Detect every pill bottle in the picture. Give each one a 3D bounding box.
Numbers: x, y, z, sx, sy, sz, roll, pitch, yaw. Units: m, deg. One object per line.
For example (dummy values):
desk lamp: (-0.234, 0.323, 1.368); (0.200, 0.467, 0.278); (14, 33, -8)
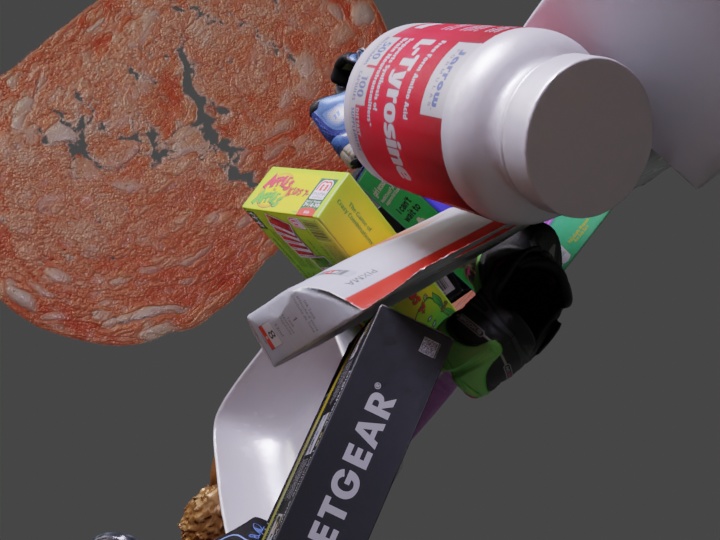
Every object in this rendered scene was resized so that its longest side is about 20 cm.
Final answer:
pill bottle: (0.078, -0.090, 0.635); (0.112, 0.112, 0.200); (-48, 28, -8)

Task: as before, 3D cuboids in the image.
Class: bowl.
bowl: (-0.040, 0.148, 0.894); (0.200, 0.074, 0.201); (-51, 36, 28)

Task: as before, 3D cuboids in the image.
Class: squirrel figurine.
squirrel figurine: (-0.114, 0.247, 1.041); (0.200, 0.141, 0.187); (-43, -12, -42)

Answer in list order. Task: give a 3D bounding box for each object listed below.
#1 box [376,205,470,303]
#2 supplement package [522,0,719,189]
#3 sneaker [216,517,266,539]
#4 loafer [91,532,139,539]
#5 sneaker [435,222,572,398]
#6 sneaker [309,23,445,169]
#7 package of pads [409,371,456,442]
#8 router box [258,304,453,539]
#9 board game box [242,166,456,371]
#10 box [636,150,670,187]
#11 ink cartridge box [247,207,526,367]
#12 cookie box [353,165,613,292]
box: (0.061, -0.011, 1.164); (0.148, 0.125, 0.200); (-36, -5, 27)
supplement package: (0.233, -0.190, 0.640); (0.200, 0.151, 0.152); (-47, -2, -34)
sneaker: (-0.119, 0.267, 0.819); (0.200, 0.070, 0.078); (-48, 8, 38)
loafer: (-0.170, 0.284, 0.730); (0.072, 0.072, 0.202); (-50, -41, -74)
sneaker: (0.118, 0.019, 0.741); (0.084, 0.077, 0.200); (-33, 12, 33)
sneaker: (0.025, -0.187, 1.007); (0.200, 0.089, 0.079); (-46, -1, -35)
package of pads: (0.029, 0.124, 1.041); (0.120, 0.076, 0.200); (-45, -3, -9)
router box: (-0.016, 0.133, 0.673); (0.157, 0.052, 0.201); (122, 173, -76)
board game box: (0.000, 0.000, 0.885); (0.101, 0.200, 0.048); (11, 59, 49)
box: (0.177, -0.087, 0.800); (0.157, 0.049, 0.200); (-19, -8, -11)
ink cartridge box: (0.030, -0.010, 0.713); (0.162, 0.050, 0.200); (-27, -8, -37)
cookie box: (0.123, -0.082, 0.983); (0.171, 0.200, 0.075); (-47, -2, -27)
